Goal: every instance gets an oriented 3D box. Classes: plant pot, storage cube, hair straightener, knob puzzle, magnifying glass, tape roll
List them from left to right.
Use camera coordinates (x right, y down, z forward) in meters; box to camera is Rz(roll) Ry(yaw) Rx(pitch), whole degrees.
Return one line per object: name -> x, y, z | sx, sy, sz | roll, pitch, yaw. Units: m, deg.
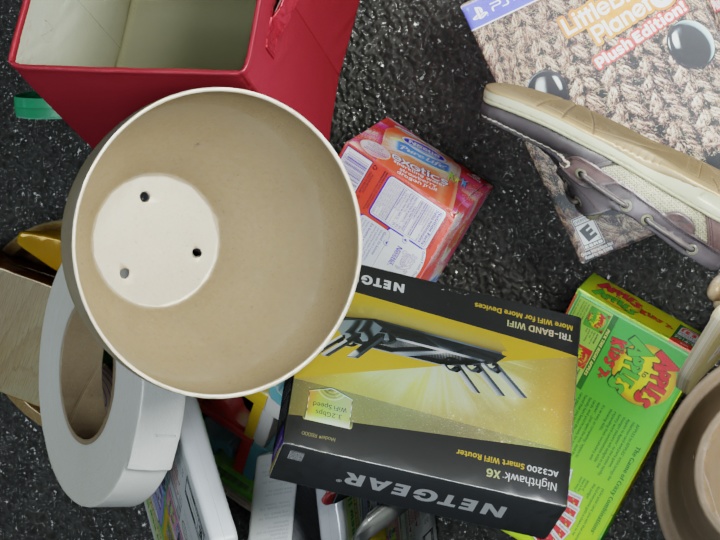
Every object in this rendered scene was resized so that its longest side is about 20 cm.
tape roll -> -0.184, 0.074, 1.618 | 0.203, 0.037, 0.203 | -10, 78, 60
magnifying glass -> -0.166, -0.129, 1.682 | 0.200, 0.080, 0.022 | -3, 101, 10
plant pot -> -0.116, -0.018, 1.479 | 0.134, 0.200, 0.200 | 1, 111, 66
storage cube -> -0.117, -0.178, 1.553 | 0.200, 0.180, 0.171 | 3, 70, 20
hair straightener -> 0.072, 0.141, 1.552 | 0.077, 0.200, 0.041 | 52, 146, 20
knob puzzle -> 0.262, 0.000, 1.483 | 0.030, 0.220, 0.220 | 38, 114, 12
plant pot -> 0.292, 0.141, 1.492 | 0.200, 0.175, 0.200 | -2, 81, 13

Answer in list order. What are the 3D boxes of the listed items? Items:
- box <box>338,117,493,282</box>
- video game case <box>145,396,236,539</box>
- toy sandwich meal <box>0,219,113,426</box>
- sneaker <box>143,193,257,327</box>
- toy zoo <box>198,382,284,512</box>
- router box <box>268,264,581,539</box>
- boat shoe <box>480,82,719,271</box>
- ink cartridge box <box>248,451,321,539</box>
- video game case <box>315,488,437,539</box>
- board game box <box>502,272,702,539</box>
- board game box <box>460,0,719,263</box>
box -> 0.000, 0.000, 1.636 | 0.100, 0.095, 0.200 | 34, 114, 9
video game case -> -0.133, 0.166, 1.643 | 0.022, 0.200, 0.182 | -8, 143, -17
toy sandwich meal -> -0.235, 0.051, 1.751 | 0.205, 0.070, 0.205 | 5, 106, 19
sneaker -> -0.116, 0.000, 1.620 | 0.081, 0.200, 0.074 | 19, 107, -24
toy zoo -> -0.077, 0.126, 1.681 | 0.131, 0.020, 0.200 | 33, 148, 9
router box -> 0.047, 0.086, 1.523 | 0.200, 0.157, 0.052 | 13, 145, -8
boat shoe -> 0.165, -0.062, 1.466 | 0.200, 0.072, 0.065 | 25, 107, 6
ink cartridge box -> -0.030, 0.267, 1.622 | 0.047, 0.200, 0.198 | -14, 133, 16
video game case -> 0.014, 0.184, 1.634 | 0.022, 0.182, 0.200 | 0, 105, 22
board game box -> 0.167, 0.114, 1.632 | 0.102, 0.048, 0.200 | 29, 113, 10
board game box -> 0.191, -0.132, 1.529 | 0.159, 0.097, 0.200 | -24, 95, 24
